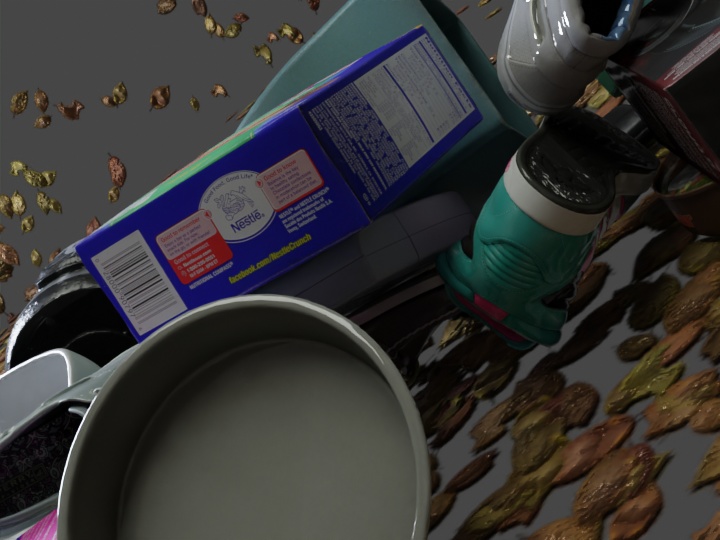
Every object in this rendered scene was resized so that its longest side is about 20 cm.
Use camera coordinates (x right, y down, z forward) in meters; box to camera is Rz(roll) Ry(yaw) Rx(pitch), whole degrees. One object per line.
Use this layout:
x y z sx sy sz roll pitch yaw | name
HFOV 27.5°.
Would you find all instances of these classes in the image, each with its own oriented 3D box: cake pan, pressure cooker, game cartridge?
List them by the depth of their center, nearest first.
-0.052 0.112 0.698 0.200 0.201 0.037 -37 -29 10 | cake pan
0.000 0.000 0.887 0.133 0.042 0.200 -35 -5 22 | game cartridge
-0.197 0.060 1.235 0.179 0.175 0.200 -61 6 16 | pressure cooker

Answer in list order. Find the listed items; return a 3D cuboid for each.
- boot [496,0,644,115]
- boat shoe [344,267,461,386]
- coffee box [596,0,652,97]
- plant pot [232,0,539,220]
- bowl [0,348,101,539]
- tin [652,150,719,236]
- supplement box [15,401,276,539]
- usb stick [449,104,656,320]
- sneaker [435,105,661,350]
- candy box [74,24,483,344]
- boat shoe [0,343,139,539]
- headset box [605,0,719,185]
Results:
0.131 -0.188 0.812 0.096 0.073 0.202 141 142 -63 | boot
0.001 0.057 0.943 0.199 0.060 0.072 -31 -5 25 | boat shoe
0.237 -0.193 0.925 0.199 0.044 0.123 -26 -24 -26 | coffee box
0.005 -0.079 1.015 0.200 0.142 0.141 -38 -18 13 | plant pot
-0.226 0.170 1.029 0.199 0.074 0.201 -28 53 45 | bowl
0.249 -0.092 0.804 0.200 0.042 0.112 -39 9 3 | tin
-0.097 0.151 0.807 0.199 0.101 0.103 -36 12 12 | supplement box
0.123 -0.040 0.992 0.200 0.033 0.055 -42 20 -11 | usb stick
0.106 -0.018 0.841 0.121 0.083 0.200 -59 -13 25 | sneaker
-0.040 -0.054 0.847 0.168 0.077 0.200 -28 8 28 | candy box
-0.165 0.103 0.910 0.200 0.070 0.071 -34 0 -18 | boat shoe
0.214 -0.120 0.749 0.149 0.077 0.200 -38 12 8 | headset box
